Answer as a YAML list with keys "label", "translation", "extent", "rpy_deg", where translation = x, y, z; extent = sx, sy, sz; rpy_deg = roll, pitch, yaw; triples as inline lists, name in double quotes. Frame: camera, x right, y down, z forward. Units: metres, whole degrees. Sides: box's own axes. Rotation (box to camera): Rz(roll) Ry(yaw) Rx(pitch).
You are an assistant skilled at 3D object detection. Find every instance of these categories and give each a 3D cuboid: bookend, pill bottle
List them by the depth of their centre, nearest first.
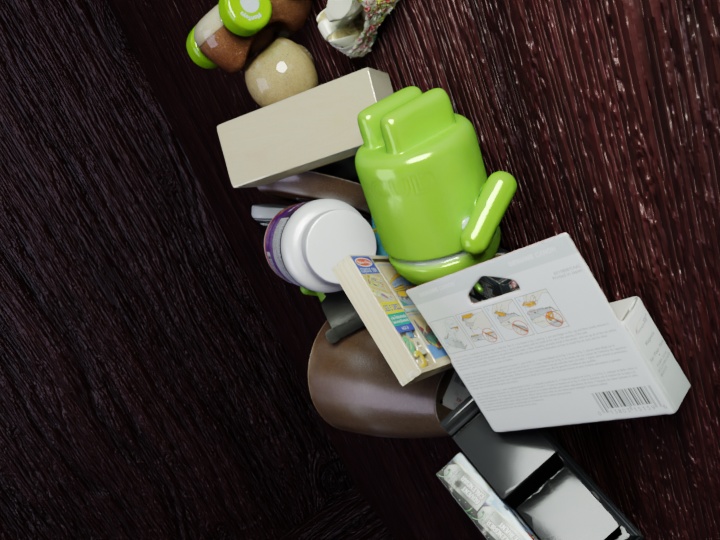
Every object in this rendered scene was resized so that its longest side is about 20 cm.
- label: "bookend"
  translation: [0.203, 0.233, 0.776]
  extent: [0.199, 0.092, 0.200]
  rpy_deg: [49, 180, 33]
- label: "pill bottle"
  translation: [-0.050, -0.031, 0.866]
  extent: [0.112, 0.111, 0.200]
  rpy_deg: [62, 166, -11]

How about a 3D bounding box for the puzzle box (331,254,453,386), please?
- label: "puzzle box"
  translation: [0.057, 0.044, 0.737]
  extent: [0.133, 0.025, 0.200]
  rpy_deg: [57, -158, 14]

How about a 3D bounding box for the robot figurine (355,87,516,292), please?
- label: "robot figurine"
  translation: [0.066, -0.070, 0.680]
  extent: [0.175, 0.115, 0.201]
  rpy_deg: [26, 142, 56]

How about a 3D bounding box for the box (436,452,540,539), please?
- label: "box"
  translation: [0.165, 0.291, 0.798]
  extent: [0.137, 0.040, 0.200]
  rpy_deg: [47, 178, 34]

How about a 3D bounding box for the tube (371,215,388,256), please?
- label: "tube"
  translation: [0.031, -0.115, 0.830]
  extent: [0.077, 0.050, 0.202]
  rpy_deg: [177, 87, -69]

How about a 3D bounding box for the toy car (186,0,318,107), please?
- label: "toy car"
  translation: [-0.088, -0.255, 0.854]
  extent: [0.200, 0.158, 0.164]
  rpy_deg: [51, 158, -18]

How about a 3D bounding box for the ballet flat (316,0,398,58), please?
- label: "ballet flat"
  translation: [-0.011, -0.263, 0.708]
  extent: [0.076, 0.064, 0.200]
  rpy_deg: [59, 166, -1]

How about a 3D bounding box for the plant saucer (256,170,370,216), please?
- label: "plant saucer"
  translation: [-0.058, -0.105, 0.961]
  extent: [0.200, 0.199, 0.032]
  rpy_deg: [-169, 90, -71]

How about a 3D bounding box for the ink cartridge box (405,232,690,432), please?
- label: "ink cartridge box"
  translation: [0.157, 0.058, 0.629]
  extent: [0.200, 0.044, 0.174]
  rpy_deg: [-23, 102, 50]

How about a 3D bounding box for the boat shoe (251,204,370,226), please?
- label: "boat shoe"
  translation: [-0.068, -0.055, 1.039]
  extent: [0.073, 0.198, 0.069]
  rpy_deg: [19, 100, 57]

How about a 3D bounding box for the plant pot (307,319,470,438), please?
- label: "plant pot"
  translation: [0.062, 0.141, 0.921]
  extent: [0.199, 0.187, 0.188]
  rpy_deg: [6, 127, 52]

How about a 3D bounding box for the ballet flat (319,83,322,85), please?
- label: "ballet flat"
  translation: [-0.059, -0.204, 1.013]
  extent: [0.046, 0.068, 0.200]
  rpy_deg: [29, 162, -4]

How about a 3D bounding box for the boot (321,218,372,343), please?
- label: "boot"
  translation: [0.000, 0.000, 0.953]
  extent: [0.078, 0.138, 0.200]
  rpy_deg: [60, -172, -32]

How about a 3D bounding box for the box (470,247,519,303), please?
- label: "box"
  translation: [0.139, 0.036, 0.818]
  extent: [0.200, 0.046, 0.160]
  rpy_deg: [35, 152, 59]

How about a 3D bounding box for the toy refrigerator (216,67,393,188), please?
- label: "toy refrigerator"
  translation: [-0.057, -0.157, 0.799]
  extent: [0.070, 0.199, 0.076]
  rpy_deg: [-20, -85, -65]

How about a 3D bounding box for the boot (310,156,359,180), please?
- label: "boot"
  translation: [-0.068, -0.154, 0.959]
  extent: [0.200, 0.131, 0.070]
  rpy_deg: [176, 98, -67]

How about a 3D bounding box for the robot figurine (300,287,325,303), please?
- label: "robot figurine"
  translation: [-0.022, 0.013, 1.174]
  extent: [0.175, 0.116, 0.201]
  rpy_deg: [-11, 110, 50]
